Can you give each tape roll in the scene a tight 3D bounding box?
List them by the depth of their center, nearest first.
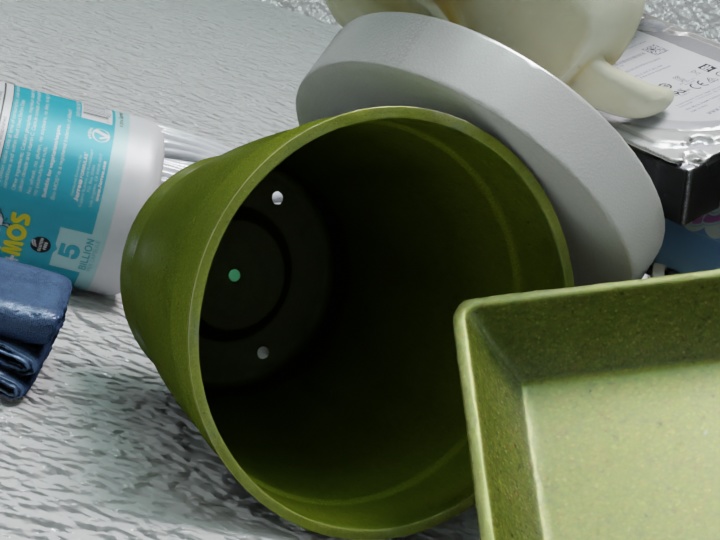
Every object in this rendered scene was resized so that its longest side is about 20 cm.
[{"bbox_3d":[0.059,-0.049,1.023,0.202,0.037,0.203,30,-21,13],"label":"tape roll"}]

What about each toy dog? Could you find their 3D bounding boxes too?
[{"bbox_3d":[0.110,-0.179,1.050,0.194,0.140,0.200,34,37,10],"label":"toy dog"}]

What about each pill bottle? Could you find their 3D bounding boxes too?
[{"bbox_3d":[-0.225,-0.059,1.205,0.199,0.111,0.111,14,12,-13],"label":"pill bottle"}]

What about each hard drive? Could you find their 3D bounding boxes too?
[{"bbox_3d":[0.137,-0.095,1.077,0.139,0.038,0.200,-24,38,-38],"label":"hard drive"}]

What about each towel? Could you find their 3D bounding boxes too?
[{"bbox_3d":[-0.248,0.008,1.019,0.199,0.049,0.112,15,12,-4],"label":"towel"}]

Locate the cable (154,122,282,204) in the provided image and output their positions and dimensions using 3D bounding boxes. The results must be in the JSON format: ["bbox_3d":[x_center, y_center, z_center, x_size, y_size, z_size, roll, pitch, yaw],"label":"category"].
[{"bbox_3d":[-0.144,-0.060,1.423,0.200,0.069,0.200,5,16,-45],"label":"cable"}]

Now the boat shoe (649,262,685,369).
[{"bbox_3d":[0.177,0.037,1.047,0.062,0.073,0.200,10,1,10],"label":"boat shoe"}]

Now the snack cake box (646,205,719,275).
[{"bbox_3d":[0.164,-0.035,1.127,0.200,0.067,0.115,23,-2,31],"label":"snack cake box"}]

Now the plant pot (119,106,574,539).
[{"bbox_3d":[-0.029,0.012,1.005,0.200,0.201,0.193,10,3,-28],"label":"plant pot"}]

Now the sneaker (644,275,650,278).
[{"bbox_3d":[0.195,0.038,1.336,0.072,0.115,0.200,15,10,0],"label":"sneaker"}]

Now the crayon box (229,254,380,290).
[{"bbox_3d":[0.000,0.000,1.212,0.118,0.059,0.200,-13,15,-34],"label":"crayon box"}]

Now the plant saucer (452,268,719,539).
[{"bbox_3d":[0.149,0.092,0.885,0.199,0.048,0.200,-7,49,2],"label":"plant saucer"}]
